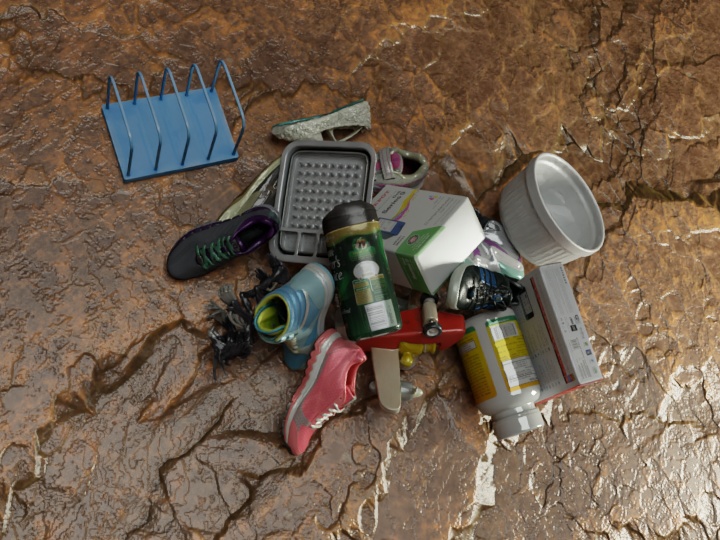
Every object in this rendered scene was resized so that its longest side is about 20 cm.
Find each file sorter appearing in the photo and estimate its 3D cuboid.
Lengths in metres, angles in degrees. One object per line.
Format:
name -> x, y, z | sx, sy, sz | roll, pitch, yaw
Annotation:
file sorter -> -0.304, -0.250, 1.333 | 0.197, 0.123, 0.140 | -15, 75, -24

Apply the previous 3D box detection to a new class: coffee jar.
coffee jar -> 0.000, 0.000, 1.218 | 0.084, 0.104, 0.203 | -12, 85, -7

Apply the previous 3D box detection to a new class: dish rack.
dish rack -> -0.056, -0.107, 1.328 | 0.169, 0.043, 0.203 | 5, 83, 21

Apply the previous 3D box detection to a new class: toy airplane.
toy airplane -> 0.049, 0.118, 1.328 | 0.198, 0.142, 0.200 | 29, 66, 36

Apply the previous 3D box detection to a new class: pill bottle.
pill bottle -> 0.236, 0.175, 1.372 | 0.111, 0.113, 0.203 | -11, 74, -23

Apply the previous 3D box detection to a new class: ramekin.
ramekin -> 0.342, -0.102, 1.492 | 0.199, 0.105, 0.203 | 25, 49, -33

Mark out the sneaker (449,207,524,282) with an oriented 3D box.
sneaker -> 0.201, -0.051, 1.473 | 0.197, 0.078, 0.142 | 11, 65, -26

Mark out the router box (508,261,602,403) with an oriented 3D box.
router box -> 0.308, 0.112, 1.385 | 0.048, 0.180, 0.203 | -10, 74, -23

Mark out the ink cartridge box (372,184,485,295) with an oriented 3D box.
ink cartridge box -> 0.079, -0.056, 1.344 | 0.145, 0.199, 0.088 | -45, 124, -22

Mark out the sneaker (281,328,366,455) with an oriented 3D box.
sneaker -> -0.054, 0.195, 1.237 | 0.086, 0.074, 0.203 | 22, 93, 19

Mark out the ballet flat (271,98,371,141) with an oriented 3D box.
ballet flat -> -0.061, -0.253, 1.457 | 0.198, 0.072, 0.073 | -21, 78, -25

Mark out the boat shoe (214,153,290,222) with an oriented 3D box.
boat shoe -> -0.170, -0.111, 1.362 | 0.065, 0.073, 0.201 | 41, 72, -6

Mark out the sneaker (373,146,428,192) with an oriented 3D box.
sneaker -> 0.035, -0.180, 1.448 | 0.197, 0.088, 0.082 | -11, 74, -23

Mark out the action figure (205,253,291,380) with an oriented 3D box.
action figure -> -0.190, 0.068, 1.261 | 0.102, 0.119, 0.201 | 41, 52, -13

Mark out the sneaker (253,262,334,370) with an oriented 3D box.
sneaker -> -0.114, 0.090, 1.226 | 0.079, 0.202, 0.130 | 32, 40, 25

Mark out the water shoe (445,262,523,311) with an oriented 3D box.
water shoe -> 0.203, 0.029, 1.309 | 0.199, 0.078, 0.073 | -7, 110, -59

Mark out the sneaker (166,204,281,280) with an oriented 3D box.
sneaker -> -0.216, -0.042, 1.266 | 0.198, 0.088, 0.075 | -29, 105, 1
